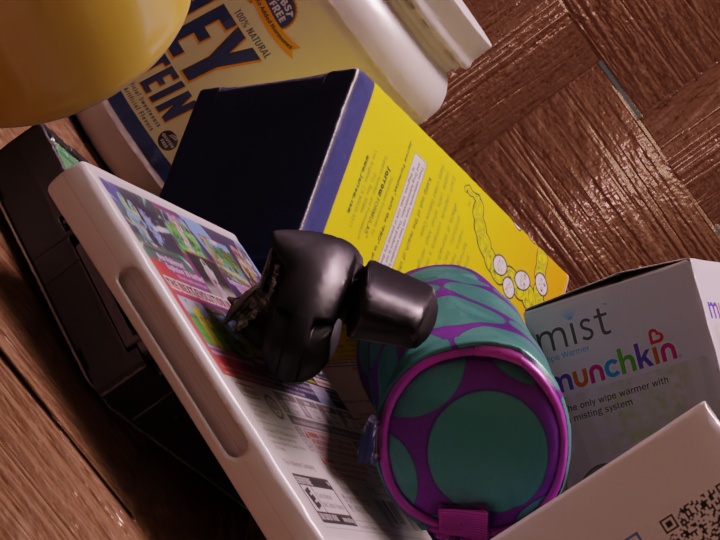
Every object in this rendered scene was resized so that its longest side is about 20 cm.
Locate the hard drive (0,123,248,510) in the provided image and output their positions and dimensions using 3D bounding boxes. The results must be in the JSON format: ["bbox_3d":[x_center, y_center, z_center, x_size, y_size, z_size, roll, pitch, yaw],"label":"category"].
[{"bbox_3d":[-0.080,0.033,1.123,0.140,0.038,0.200,59,7,33],"label":"hard drive"}]

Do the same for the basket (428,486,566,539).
[{"bbox_3d":[0.118,0.166,1.340,0.176,0.139,0.200,61,-9,-15],"label":"basket"}]

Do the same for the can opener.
[{"bbox_3d":[-0.017,0.017,1.076,0.079,0.063,0.200,27,0,-4],"label":"can opener"}]

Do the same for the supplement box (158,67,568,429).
[{"bbox_3d":[0.000,0.000,1.300,0.200,0.109,0.110,43,56,-40],"label":"supplement box"}]

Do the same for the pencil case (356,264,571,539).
[{"bbox_3d":[0.041,0.056,1.127,0.085,0.093,0.200,17,9,-4],"label":"pencil case"}]

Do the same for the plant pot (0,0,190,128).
[{"bbox_3d":[-0.156,-0.165,1.018,0.189,0.201,0.201,70,-7,-45],"label":"plant pot"}]

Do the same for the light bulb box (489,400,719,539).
[{"bbox_3d":[0.121,0.195,1.031,0.200,0.198,0.125,59,6,21],"label":"light bulb box"}]

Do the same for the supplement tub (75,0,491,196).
[{"bbox_3d":[-0.044,-0.112,1.391,0.145,0.200,0.145,53,7,-9],"label":"supplement tub"}]

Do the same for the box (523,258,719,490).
[{"bbox_3d":[0.176,0.093,1.261,0.200,0.097,0.177,8,67,-62],"label":"box"}]

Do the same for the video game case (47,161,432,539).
[{"bbox_3d":[-0.044,0.048,1.065,0.182,0.023,0.200,57,8,15],"label":"video game case"}]
